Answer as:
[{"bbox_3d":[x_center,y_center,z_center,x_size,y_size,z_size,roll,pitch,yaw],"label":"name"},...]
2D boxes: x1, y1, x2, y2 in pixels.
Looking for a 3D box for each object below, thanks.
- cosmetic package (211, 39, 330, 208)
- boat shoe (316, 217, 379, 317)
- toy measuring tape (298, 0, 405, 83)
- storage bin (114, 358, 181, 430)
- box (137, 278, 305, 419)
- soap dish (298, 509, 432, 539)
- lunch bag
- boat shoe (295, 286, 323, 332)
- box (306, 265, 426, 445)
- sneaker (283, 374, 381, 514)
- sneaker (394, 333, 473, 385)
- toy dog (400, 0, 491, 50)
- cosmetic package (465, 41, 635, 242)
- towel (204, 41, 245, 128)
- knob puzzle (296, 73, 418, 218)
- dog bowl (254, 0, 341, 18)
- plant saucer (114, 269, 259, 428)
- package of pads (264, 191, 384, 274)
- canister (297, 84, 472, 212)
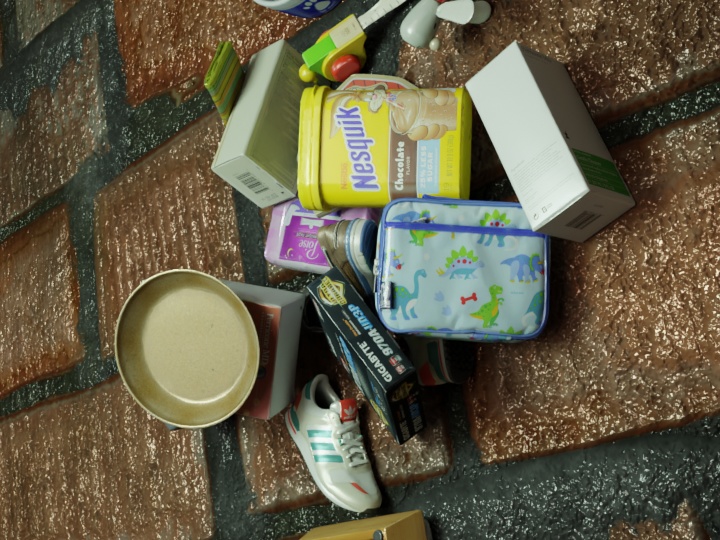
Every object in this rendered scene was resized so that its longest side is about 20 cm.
[{"bbox_3d":[-0.119,-0.200,1.466,0.073,0.103,0.202,-16,47,41],"label":"cosmetic package"},{"bbox_3d":[0.000,0.000,1.302,0.071,0.201,0.073,8,57,21],"label":"boat shoe"},{"bbox_3d":[0.003,-0.313,1.455,0.199,0.073,0.074,-33,61,12],"label":"toy measuring tape"},{"bbox_3d":[-0.231,0.133,1.567,0.199,0.145,0.135,-36,78,18],"label":"storage bin"},{"bbox_3d":[-0.187,0.096,1.430,0.197,0.106,0.155,9,99,14],"label":"box"},{"bbox_3d":[0.006,0.391,1.339,0.199,0.081,0.160,-21,71,42],"label":"soap dish"},{"bbox_3d":[0.113,-0.003,1.212,0.197,0.082,0.163,5,84,2],"label":"lunch bag"},{"bbox_3d":[-0.046,0.050,1.446,0.198,0.057,0.068,-2,84,44],"label":"boat shoe"},{"bbox_3d":[0.011,0.105,1.269,0.046,0.201,0.159,-34,65,-9],"label":"box"},{"bbox_3d":[-0.027,0.221,1.398,0.200,0.070,0.094,52,125,38],"label":"sneaker"},{"bbox_3d":[0.075,0.042,1.309,0.093,0.070,0.203,-16,77,38],"label":"sneaker"},{"bbox_3d":[0.146,-0.335,1.283,0.096,0.132,0.200,44,128,3],"label":"toy dog"},{"bbox_3d":[0.207,-0.141,1.189,0.085,0.107,0.202,-37,62,34],"label":"cosmetic package"},{"bbox_3d":[-0.170,-0.215,1.504,0.018,0.201,0.087,4,52,20],"label":"towel"},{"bbox_3d":[0.002,-0.185,1.391,0.217,0.030,0.222,-13,56,20],"label":"knob puzzle"},{"bbox_3d":[-0.085,-0.467,1.532,0.198,0.078,0.203,-7,81,44],"label":"dog bowl"},{"bbox_3d":[-0.215,0.097,1.363,0.197,0.035,0.203,2,98,15],"label":"plant saucer"},{"bbox_3d":[-0.034,-0.053,1.435,0.198,0.075,0.122,9,86,44],"label":"package of pads"},{"bbox_3d":[0.031,-0.147,1.292,0.197,0.086,0.151,1,87,14],"label":"canister"}]
